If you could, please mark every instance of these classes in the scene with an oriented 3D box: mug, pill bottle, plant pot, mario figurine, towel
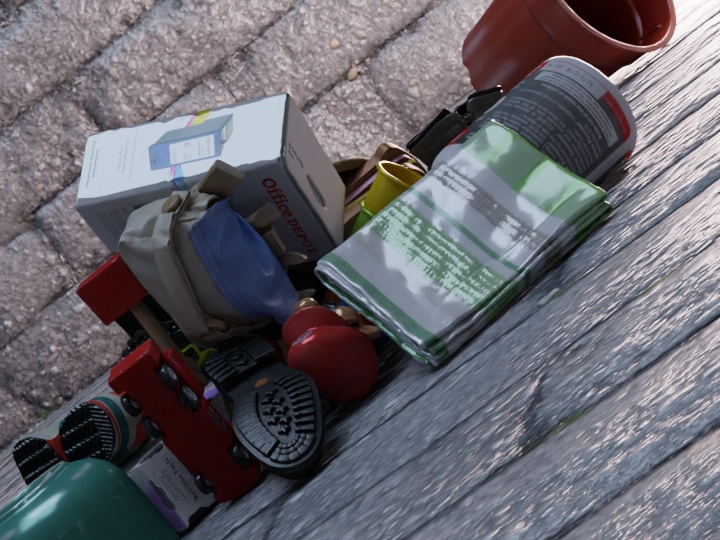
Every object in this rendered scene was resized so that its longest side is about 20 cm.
[{"bbox_3d":[-0.248,0.232,1.561,0.185,0.114,0.152,-34,8,38],"label":"mug"},{"bbox_3d":[0.133,-0.083,1.630,0.200,0.114,0.114,-41,6,-26],"label":"pill bottle"},{"bbox_3d":[0.232,-0.283,2.252,0.195,0.201,0.201,-45,0,44],"label":"plant pot"},{"bbox_3d":[-0.013,0.035,1.612,0.106,0.124,0.200,11,19,19],"label":"mario figurine"},{"bbox_3d":[0.079,-0.028,1.507,0.200,0.149,0.031,-41,-37,-14],"label":"towel"}]

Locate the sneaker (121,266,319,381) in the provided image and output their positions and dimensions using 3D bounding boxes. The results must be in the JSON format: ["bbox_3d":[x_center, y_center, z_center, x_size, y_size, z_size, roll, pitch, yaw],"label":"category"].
[{"bbox_3d":[-0.124,0.053,1.783,0.200,0.078,0.085,-25,-14,19],"label":"sneaker"}]

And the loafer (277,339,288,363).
[{"bbox_3d":[-0.095,0.092,1.951,0.200,0.070,0.070,-47,15,-17],"label":"loafer"}]

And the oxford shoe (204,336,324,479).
[{"bbox_3d":[-0.062,0.123,1.514,0.073,0.084,0.200,-25,23,-5],"label":"oxford shoe"}]

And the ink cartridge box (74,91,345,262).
[{"bbox_3d":[-0.129,-0.066,1.701,0.200,0.145,0.088,-10,52,19],"label":"ink cartridge box"}]

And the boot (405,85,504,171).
[{"bbox_3d":[0.081,-0.071,1.767,0.200,0.131,0.068,-40,6,-11],"label":"boot"}]

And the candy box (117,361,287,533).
[{"bbox_3d":[-0.161,0.171,1.708,0.168,0.072,0.200,-32,8,45],"label":"candy box"}]

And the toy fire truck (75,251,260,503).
[{"bbox_3d":[-0.158,0.089,1.596,0.049,0.200,0.141,-38,16,12],"label":"toy fire truck"}]

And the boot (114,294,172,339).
[{"bbox_3d":[-0.206,0.070,1.865,0.198,0.162,0.073,-27,33,14],"label":"boot"}]

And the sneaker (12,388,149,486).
[{"bbox_3d":[-0.231,0.150,1.684,0.093,0.070,0.200,-22,-8,-37],"label":"sneaker"}]

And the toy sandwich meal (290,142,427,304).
[{"bbox_3d":[0.001,-0.017,1.816,0.205,0.205,0.070,-41,39,-18],"label":"toy sandwich meal"}]

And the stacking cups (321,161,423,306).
[{"bbox_3d":[0.000,0.000,1.736,0.200,0.060,0.061,-63,-2,19],"label":"stacking cups"}]

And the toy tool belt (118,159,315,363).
[{"bbox_3d":[-0.101,0.006,1.614,0.123,0.200,0.125,-30,24,21],"label":"toy tool belt"}]
